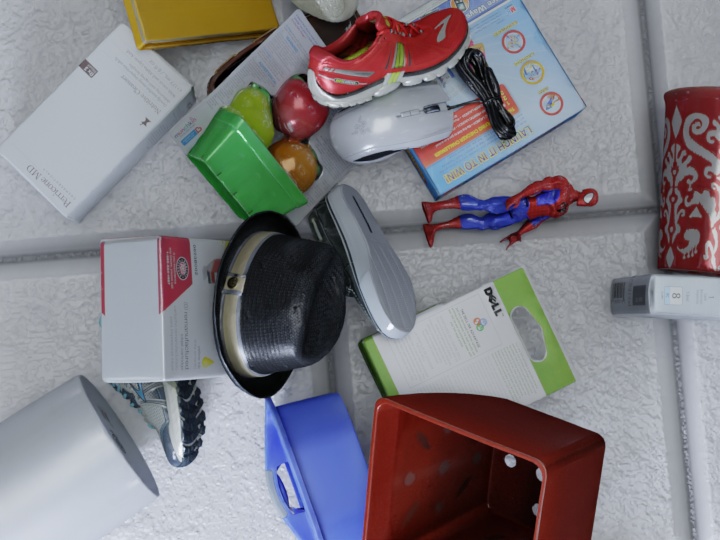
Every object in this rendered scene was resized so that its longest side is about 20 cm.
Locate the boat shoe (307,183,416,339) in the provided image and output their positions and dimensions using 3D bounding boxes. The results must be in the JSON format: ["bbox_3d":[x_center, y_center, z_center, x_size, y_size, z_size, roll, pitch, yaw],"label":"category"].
[{"bbox_3d":[0.000,0.000,1.348,0.071,0.072,0.200,-41,53,28],"label":"boat shoe"}]

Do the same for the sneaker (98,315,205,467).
[{"bbox_3d":[-0.232,0.124,1.354,0.086,0.078,0.201,-18,82,12],"label":"sneaker"}]

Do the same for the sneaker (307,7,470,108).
[{"bbox_3d":[0.033,-0.241,1.301,0.200,0.085,0.077,-28,44,-20],"label":"sneaker"}]

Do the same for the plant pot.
[{"bbox_3d":[0.137,0.228,1.227,0.200,0.176,0.200,18,110,37],"label":"plant pot"}]

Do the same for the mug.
[{"bbox_3d":[0.418,-0.092,1.365,0.177,0.133,0.201,7,89,0],"label":"mug"}]

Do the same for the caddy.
[{"bbox_3d":[-0.048,0.223,1.312,0.105,0.141,0.200,-19,86,-9],"label":"caddy"}]

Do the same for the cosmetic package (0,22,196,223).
[{"bbox_3d":[-0.290,-0.162,1.359,0.113,0.081,0.200,42,84,-1],"label":"cosmetic package"}]

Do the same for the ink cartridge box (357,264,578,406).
[{"bbox_3d":[0.118,0.103,1.362,0.200,0.076,0.148,-25,87,-6],"label":"ink cartridge box"}]

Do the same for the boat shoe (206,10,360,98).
[{"bbox_3d":[-0.083,-0.241,1.381,0.200,0.070,0.070,-35,83,-6],"label":"boat shoe"}]

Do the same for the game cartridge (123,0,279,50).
[{"bbox_3d":[-0.196,-0.350,1.363,0.176,0.032,0.201,-13,83,-35],"label":"game cartridge"}]

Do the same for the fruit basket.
[{"bbox_3d":[-0.088,-0.154,1.351,0.200,0.094,0.185,-50,123,-16],"label":"fruit basket"}]

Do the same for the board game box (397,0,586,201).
[{"bbox_3d":[0.120,-0.214,1.395,0.200,0.056,0.196,-31,88,-5],"label":"board game box"}]

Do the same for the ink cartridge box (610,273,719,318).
[{"bbox_3d":[0.391,0.031,1.337,0.199,0.160,0.047,1,87,-3],"label":"ink cartridge box"}]

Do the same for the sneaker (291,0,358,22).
[{"bbox_3d":[-0.068,-0.370,1.372,0.200,0.077,0.111,36,50,1],"label":"sneaker"}]

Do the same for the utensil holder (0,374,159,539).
[{"bbox_3d":[-0.336,0.229,1.285,0.200,0.170,0.170,-32,88,-6],"label":"utensil holder"}]

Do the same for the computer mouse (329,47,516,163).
[{"bbox_3d":[0.065,-0.169,1.334,0.200,0.044,0.110,-19,88,-7],"label":"computer mouse"}]

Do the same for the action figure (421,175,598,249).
[{"bbox_3d":[0.172,-0.067,1.384,0.199,0.066,0.052,-12,43,-4],"label":"action figure"}]

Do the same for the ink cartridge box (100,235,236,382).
[{"bbox_3d":[-0.175,0.041,1.283,0.083,0.200,0.146,-5,86,30],"label":"ink cartridge box"}]

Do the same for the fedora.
[{"bbox_3d":[-0.071,0.035,1.279,0.091,0.200,0.201,0,85,28],"label":"fedora"}]
